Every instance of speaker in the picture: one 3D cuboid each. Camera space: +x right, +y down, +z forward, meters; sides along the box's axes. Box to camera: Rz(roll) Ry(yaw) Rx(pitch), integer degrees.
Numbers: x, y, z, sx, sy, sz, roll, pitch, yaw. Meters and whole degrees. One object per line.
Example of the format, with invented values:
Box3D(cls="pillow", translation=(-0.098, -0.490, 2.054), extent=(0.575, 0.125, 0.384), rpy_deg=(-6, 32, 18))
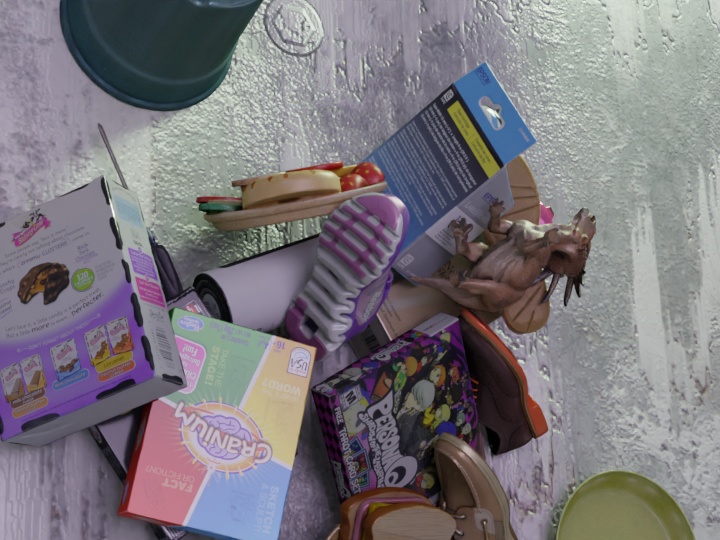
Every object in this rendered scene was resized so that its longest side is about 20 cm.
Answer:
Box3D(cls="speaker", translation=(-0.071, 0.013, 1.589), extent=(0.199, 0.081, 0.082), rpy_deg=(-20, 83, -31))

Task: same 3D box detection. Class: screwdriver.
Box3D(cls="screwdriver", translation=(-0.231, -0.058, 1.562), extent=(0.028, 0.029, 0.201), rpy_deg=(-22, 82, -32))

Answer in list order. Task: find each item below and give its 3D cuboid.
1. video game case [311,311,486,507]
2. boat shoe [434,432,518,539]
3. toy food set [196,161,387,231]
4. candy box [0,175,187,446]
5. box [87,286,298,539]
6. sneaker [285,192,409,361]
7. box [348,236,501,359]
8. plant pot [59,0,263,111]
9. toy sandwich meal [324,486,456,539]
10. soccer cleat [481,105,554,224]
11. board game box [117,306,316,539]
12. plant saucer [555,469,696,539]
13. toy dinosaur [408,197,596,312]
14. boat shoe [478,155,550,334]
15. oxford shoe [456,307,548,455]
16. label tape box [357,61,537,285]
Box3D(cls="video game case", translation=(0.046, 0.171, 1.569), extent=(0.181, 0.036, 0.202), rpy_deg=(-28, 117, -33))
Box3D(cls="boat shoe", translation=(0.115, 0.258, 1.577), extent=(0.064, 0.071, 0.201), rpy_deg=(-36, 119, -22))
Box3D(cls="toy food set", translation=(-0.072, -0.078, 1.557), extent=(0.199, 0.197, 0.049), rpy_deg=(-17, 98, -47))
Box3D(cls="candy box", translation=(-0.268, 0.039, 1.411), extent=(0.071, 0.167, 0.202), rpy_deg=(28, 42, -67))
Box3D(cls="box", translation=(-0.179, 0.142, 1.495), extent=(0.160, 0.044, 0.201), rpy_deg=(-32, 90, -25))
Box3D(cls="sneaker", translation=(0.000, 0.000, 1.520), extent=(0.088, 0.201, 0.081), rpy_deg=(-14, 53, -46))
Box3D(cls="box", translation=(0.084, 0.039, 1.665), extent=(0.199, 0.078, 0.095), rpy_deg=(-30, 88, -33))
Box3D(cls="plant pot", translation=(-0.187, -0.295, 1.566), extent=(0.199, 0.196, 0.202), rpy_deg=(9, 68, -24))
Box3D(cls="toy sandwich meal", translation=(0.033, 0.318, 1.512), extent=(0.204, 0.070, 0.207), rpy_deg=(-2, 94, -35))
Box3D(cls="soccer cleat", translation=(0.149, -0.085, 1.699), extent=(0.086, 0.070, 0.201), rpy_deg=(-25, 89, -28))
Box3D(cls="board game box", translation=(-0.135, 0.153, 1.462), extent=(0.152, 0.040, 0.202), rpy_deg=(16, 72, -17))
Box3D(cls="plant saucer", translation=(0.295, 0.326, 1.709), extent=(0.198, 0.031, 0.202), rpy_deg=(9, 69, -25))
Box3D(cls="toy dinosaur", translation=(0.157, 0.000, 1.566), extent=(0.136, 0.199, 0.086), rpy_deg=(50, 14, -50))
Box3D(cls="boat shoe", translation=(0.156, -0.029, 1.642), extent=(0.070, 0.069, 0.202), rpy_deg=(-4, 82, -11))
Box3D(cls="oxford shoe", translation=(0.138, 0.124, 1.629), extent=(0.072, 0.071, 0.201), rpy_deg=(-34, 124, -5))
Box3D(cls="label tape box", translation=(0.094, -0.103, 1.604), extent=(0.066, 0.200, 0.144), rpy_deg=(38, 19, -46))
